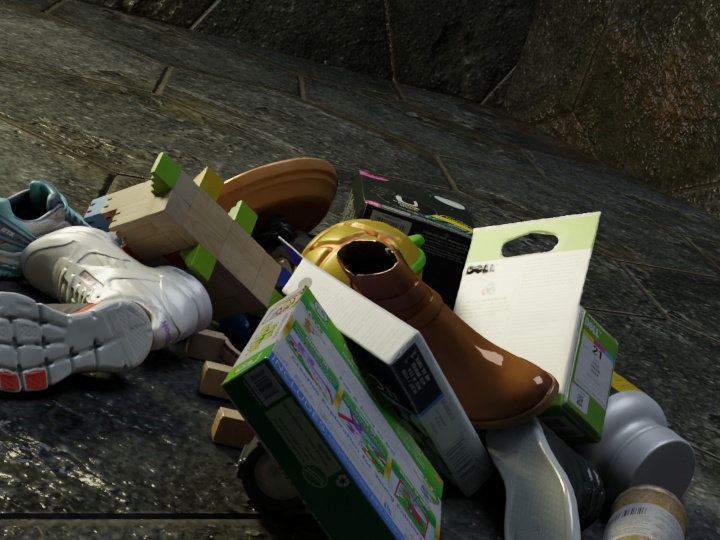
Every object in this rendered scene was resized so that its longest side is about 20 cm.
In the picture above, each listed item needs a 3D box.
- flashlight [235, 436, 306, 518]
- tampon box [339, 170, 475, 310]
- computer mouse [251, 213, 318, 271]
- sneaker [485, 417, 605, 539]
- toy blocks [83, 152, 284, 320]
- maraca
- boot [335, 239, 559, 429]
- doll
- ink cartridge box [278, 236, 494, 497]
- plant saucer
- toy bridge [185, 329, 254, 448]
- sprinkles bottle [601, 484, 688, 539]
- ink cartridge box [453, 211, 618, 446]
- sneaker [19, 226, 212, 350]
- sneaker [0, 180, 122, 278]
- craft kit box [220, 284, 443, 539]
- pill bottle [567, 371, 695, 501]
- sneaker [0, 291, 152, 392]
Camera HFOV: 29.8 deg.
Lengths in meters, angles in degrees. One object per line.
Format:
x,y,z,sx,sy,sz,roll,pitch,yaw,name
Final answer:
-0.051,0.132,1.080,0.068,0.068,0.200,-22,8,7,flashlight
0.050,-0.025,1.647,0.150,0.127,0.200,18,14,-7,tampon box
-0.078,-0.014,1.543,0.200,0.110,0.044,9,52,-62,computer mouse
0.167,0.198,1.105,0.099,0.071,0.200,37,22,-27,sneaker
-0.178,-0.015,1.302,0.136,0.100,0.200,-14,-46,37,toy blocks
0.000,0.000,1.327,0.137,0.107,0.200,-10,14,12,maraca
0.069,0.047,1.155,0.200,0.077,0.155,22,-34,52,boot
-0.083,0.040,1.380,0.136,0.049,0.200,-5,22,-8,doll
0.010,0.082,1.164,0.200,0.043,0.198,35,-18,45,ink cartridge box
-0.113,-0.058,1.502,0.200,0.200,0.038,-2,62,-54,plant saucer
-0.108,0.101,1.185,0.067,0.027,0.200,15,15,-19,toy bridge
0.219,0.229,1.063,0.068,0.068,0.200,23,15,12,sprinkles bottle
0.160,0.055,1.252,0.148,0.200,0.076,-7,-35,39,ink cartridge box
-0.237,0.018,1.227,0.200,0.075,0.100,17,30,23,sneaker
-0.301,-0.042,1.332,0.078,0.087,0.200,29,17,28,sneaker
-0.012,0.123,0.986,0.200,0.048,0.198,56,14,-7,craft kit box
0.217,0.147,1.274,0.111,0.112,0.200,8,18,-37,pill bottle
-0.267,0.059,1.093,0.082,0.077,0.200,-4,-7,44,sneaker
